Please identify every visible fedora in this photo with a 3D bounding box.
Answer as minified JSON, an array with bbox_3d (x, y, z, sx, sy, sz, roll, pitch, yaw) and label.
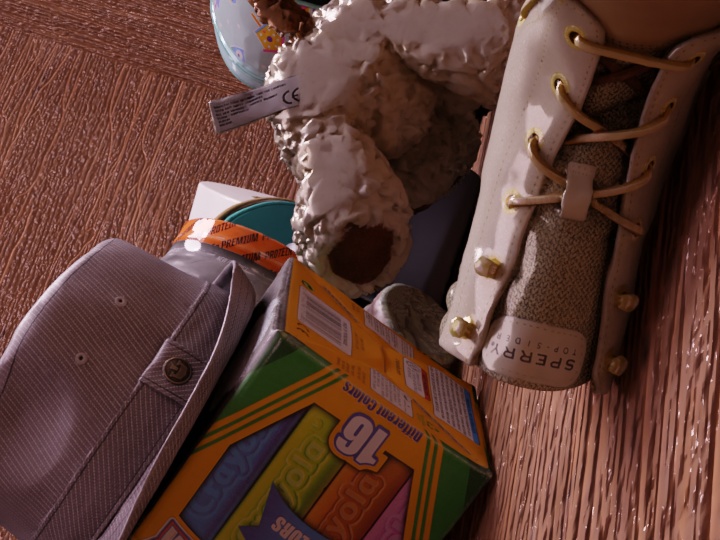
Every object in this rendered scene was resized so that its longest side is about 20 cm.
[{"bbox_3d":[-0.133,0.063,0.719,0.201,0.090,0.177,-60,10,-22],"label":"fedora"}]

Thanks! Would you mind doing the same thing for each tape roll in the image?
[{"bbox_3d":[-0.044,-0.030,1.262,0.203,0.201,0.037,-107,33,-84],"label":"tape roll"}]

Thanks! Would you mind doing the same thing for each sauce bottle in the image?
[{"bbox_3d":[-0.015,0.095,0.926,0.200,0.064,0.065,-52,15,34],"label":"sauce bottle"}]

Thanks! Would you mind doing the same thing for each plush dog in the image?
[{"bbox_3d":[0.013,-0.085,0.874,0.200,0.160,0.172,-51,-23,-4],"label":"plush dog"}]

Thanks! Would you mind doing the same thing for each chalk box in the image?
[{"bbox_3d":[-0.044,0.120,0.736,0.201,0.123,0.125,-54,9,14],"label":"chalk box"}]

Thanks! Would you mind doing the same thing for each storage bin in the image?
[{"bbox_3d":[0.000,0.000,1.033,0.200,0.145,0.135,113,-177,-63],"label":"storage bin"}]

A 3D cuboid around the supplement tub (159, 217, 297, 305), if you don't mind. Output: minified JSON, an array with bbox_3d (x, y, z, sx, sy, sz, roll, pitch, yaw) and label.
[{"bbox_3d":[-0.100,0.079,0.876,0.123,0.122,0.201,116,176,-71],"label":"supplement tub"}]

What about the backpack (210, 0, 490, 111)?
[{"bbox_3d":[-0.004,-0.184,1.008,0.154,0.198,0.177,118,153,-46],"label":"backpack"}]

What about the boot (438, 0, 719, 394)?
[{"bbox_3d":[0.073,-0.038,0.466,0.200,0.071,0.156,-6,-68,-88],"label":"boot"}]

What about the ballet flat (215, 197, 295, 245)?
[{"bbox_3d":[-0.108,0.001,1.085,0.063,0.069,0.200,-24,5,41],"label":"ballet flat"}]
